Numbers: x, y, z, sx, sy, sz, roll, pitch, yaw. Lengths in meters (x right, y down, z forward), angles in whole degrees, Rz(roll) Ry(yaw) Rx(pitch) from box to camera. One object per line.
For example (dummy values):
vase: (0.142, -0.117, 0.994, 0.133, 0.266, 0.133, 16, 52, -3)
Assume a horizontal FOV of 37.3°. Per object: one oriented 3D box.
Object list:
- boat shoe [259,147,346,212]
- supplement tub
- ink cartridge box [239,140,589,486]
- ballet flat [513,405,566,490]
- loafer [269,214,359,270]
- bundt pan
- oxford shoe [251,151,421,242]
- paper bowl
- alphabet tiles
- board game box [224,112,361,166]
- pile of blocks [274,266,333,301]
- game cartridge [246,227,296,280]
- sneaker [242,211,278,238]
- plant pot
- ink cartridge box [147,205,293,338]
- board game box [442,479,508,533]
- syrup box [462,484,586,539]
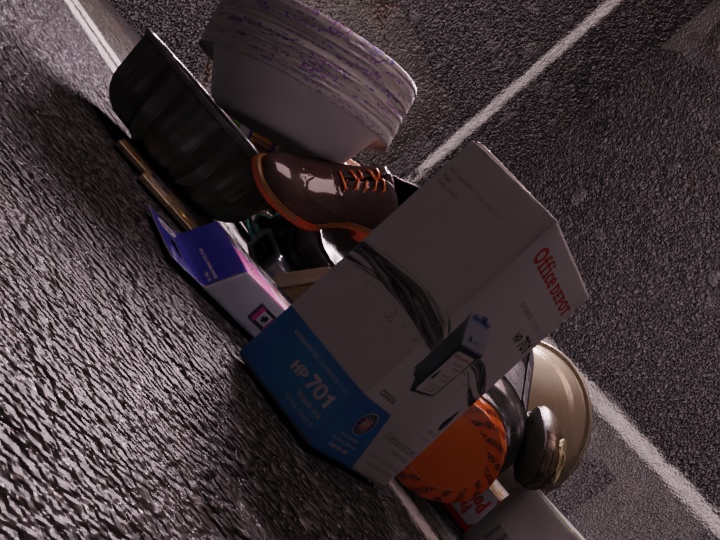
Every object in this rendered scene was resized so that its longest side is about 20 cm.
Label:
boat shoe: (-0.090, -0.090, 1.145, 0.068, 0.072, 0.200, 26, -17, -40)
supplement tub: (0.085, 0.109, 0.924, 0.123, 0.122, 0.200, 49, 22, -6)
ink cartridge box: (0.042, 0.034, 0.699, 0.086, 0.200, 0.146, 50, 2, 29)
ballet flat: (0.158, 0.153, 0.920, 0.046, 0.068, 0.200, 21, -4, 5)
loafer: (-0.030, -0.022, 1.012, 0.073, 0.072, 0.200, 52, 1, -32)
bundt pan: (-0.156, -0.122, 0.988, 0.202, 0.076, 0.202, 49, 1, -2)
oxford shoe: (-0.013, -0.075, 0.945, 0.200, 0.072, 0.071, 13, 55, -49)
paper bowl: (-0.057, -0.169, 0.986, 0.200, 0.105, 0.201, 28, 0, 0)
alphabet tiles: (-0.152, -0.052, 0.949, 0.167, 0.006, 0.200, 50, 1, -10)
board game box: (-0.078, -0.126, 1.178, 0.200, 0.030, 0.095, 35, -32, -18)
pile of blocks: (0.024, 0.025, 0.893, 0.082, 0.199, 0.062, 160, -78, -68)
game cartridge: (-0.057, 0.029, 1.059, 0.134, 0.040, 0.200, 55, 0, -14)
sneaker: (-0.111, -0.066, 1.289, 0.200, 0.078, 0.091, 48, 5, 23)
plant pot: (0.145, 0.159, 1.236, 0.201, 0.200, 0.183, 50, 12, 30)
ink cartridge box: (-0.073, 0.027, 0.785, 0.200, 0.037, 0.095, 46, 3, -32)
board game box: (0.092, 0.195, 1.056, 0.200, 0.046, 0.152, 50, 2, 31)
syrup box: (0.186, 0.282, 0.941, 0.200, 0.081, 0.079, 49, 1, -31)
